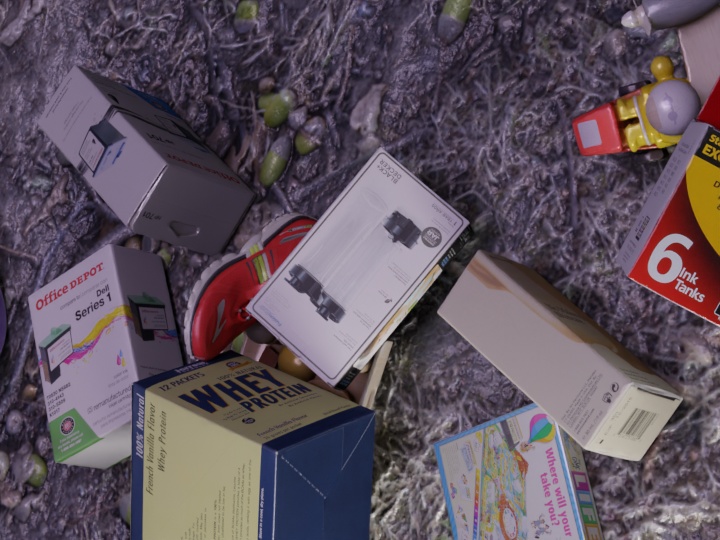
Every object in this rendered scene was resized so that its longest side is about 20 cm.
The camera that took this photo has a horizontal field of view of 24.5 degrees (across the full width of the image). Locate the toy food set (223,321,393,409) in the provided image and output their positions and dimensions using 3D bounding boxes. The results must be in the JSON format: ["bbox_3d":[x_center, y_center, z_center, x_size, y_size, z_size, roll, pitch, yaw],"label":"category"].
[{"bbox_3d":[-0.066,0.109,1.648,0.199,0.060,0.145,21,93,40],"label":"toy food set"}]

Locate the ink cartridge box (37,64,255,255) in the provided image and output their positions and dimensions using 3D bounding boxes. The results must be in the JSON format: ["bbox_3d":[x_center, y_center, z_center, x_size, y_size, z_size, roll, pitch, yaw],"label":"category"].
[{"bbox_3d":[-0.228,-0.117,1.771,0.200,0.146,0.086,43,105,36],"label":"ink cartridge box"}]

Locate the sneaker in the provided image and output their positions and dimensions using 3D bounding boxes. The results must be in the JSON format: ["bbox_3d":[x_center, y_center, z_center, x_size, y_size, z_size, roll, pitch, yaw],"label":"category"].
[{"bbox_3d":[-0.094,0.016,1.630,0.084,0.077,0.200,24,57,34],"label":"sneaker"}]

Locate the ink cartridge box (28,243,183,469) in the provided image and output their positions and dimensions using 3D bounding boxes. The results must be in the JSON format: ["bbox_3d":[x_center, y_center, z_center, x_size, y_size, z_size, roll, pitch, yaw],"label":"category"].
[{"bbox_3d":[-0.273,0.093,1.802,0.144,0.084,0.202,-29,63,31],"label":"ink cartridge box"}]

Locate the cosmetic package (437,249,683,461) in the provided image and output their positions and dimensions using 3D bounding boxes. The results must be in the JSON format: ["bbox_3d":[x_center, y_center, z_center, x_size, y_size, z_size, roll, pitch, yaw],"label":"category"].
[{"bbox_3d":[0.171,0.072,1.439,0.200,0.105,0.071,43,106,35],"label":"cosmetic package"}]

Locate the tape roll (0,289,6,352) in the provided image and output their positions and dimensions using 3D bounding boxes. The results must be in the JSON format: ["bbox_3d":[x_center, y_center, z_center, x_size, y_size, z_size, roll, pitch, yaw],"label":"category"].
[{"bbox_3d":[-0.514,0.049,1.931,0.084,0.199,0.202,-23,67,34],"label":"tape roll"}]

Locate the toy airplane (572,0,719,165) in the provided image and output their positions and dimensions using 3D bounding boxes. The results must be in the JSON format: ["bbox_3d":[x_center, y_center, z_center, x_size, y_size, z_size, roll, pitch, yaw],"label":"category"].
[{"bbox_3d":[0.286,-0.137,1.365,0.199,0.141,0.200,36,114,20],"label":"toy airplane"}]

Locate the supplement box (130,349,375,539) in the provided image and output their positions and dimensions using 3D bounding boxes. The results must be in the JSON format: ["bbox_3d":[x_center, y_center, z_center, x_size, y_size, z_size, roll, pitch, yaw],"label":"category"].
[{"bbox_3d":[-0.105,0.209,1.572,0.199,0.134,0.202,19,114,39],"label":"supplement box"}]

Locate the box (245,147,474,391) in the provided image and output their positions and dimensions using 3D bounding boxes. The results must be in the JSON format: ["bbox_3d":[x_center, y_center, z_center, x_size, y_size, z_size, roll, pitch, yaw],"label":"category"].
[{"bbox_3d":[0.000,0.000,1.560,0.116,0.060,0.201,39,89,11],"label":"box"}]

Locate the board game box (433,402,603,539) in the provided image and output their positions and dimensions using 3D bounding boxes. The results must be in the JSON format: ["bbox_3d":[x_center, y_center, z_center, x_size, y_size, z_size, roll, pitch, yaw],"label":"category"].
[{"bbox_3d":[0.145,0.229,1.470,0.134,0.034,0.202,-25,66,33],"label":"board game box"}]

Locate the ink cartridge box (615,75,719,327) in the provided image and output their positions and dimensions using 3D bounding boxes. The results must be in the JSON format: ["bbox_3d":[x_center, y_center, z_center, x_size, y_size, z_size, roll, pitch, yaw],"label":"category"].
[{"bbox_3d":[0.327,-0.032,1.281,0.199,0.084,0.177,27,99,-2],"label":"ink cartridge box"}]
